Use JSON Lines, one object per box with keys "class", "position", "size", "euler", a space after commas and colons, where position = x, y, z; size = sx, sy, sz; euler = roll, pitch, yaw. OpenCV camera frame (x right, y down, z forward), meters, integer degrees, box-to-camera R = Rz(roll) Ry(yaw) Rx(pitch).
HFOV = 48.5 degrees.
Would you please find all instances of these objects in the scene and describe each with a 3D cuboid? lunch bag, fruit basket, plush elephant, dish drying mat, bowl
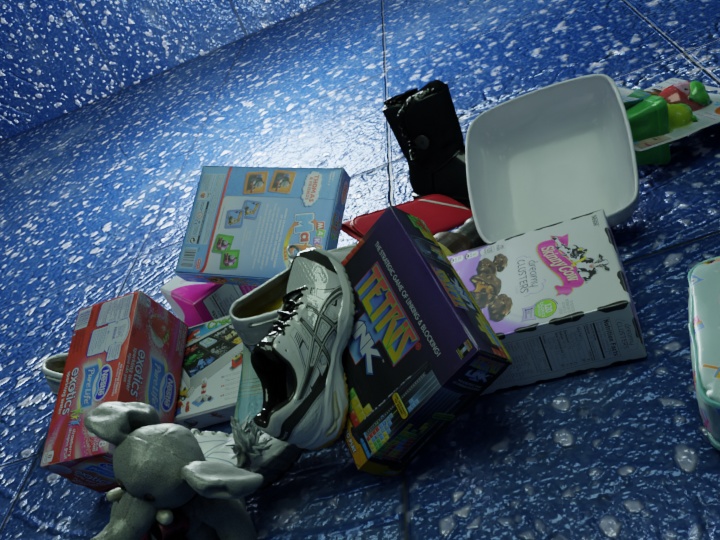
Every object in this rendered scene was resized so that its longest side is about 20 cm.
{"class": "lunch bag", "position": [0.347, 0.060, 0.631], "size": [0.159, 0.077, 0.200], "euler": [-10, 32, 25]}
{"class": "fruit basket", "position": [0.386, -0.212, 1.038], "size": [0.199, 0.094, 0.185], "euler": [-27, 28, -9]}
{"class": "plush elephant", "position": [-0.159, 0.193, 0.659], "size": [0.164, 0.155, 0.201], "euler": [16, 70, 30]}
{"class": "dish drying mat", "position": [0.066, -0.064, 1.029], "size": [0.077, 0.018, 0.199], "euler": [35, 35, 30]}
{"class": "bowl", "position": [0.233, -0.120, 0.964], "size": [0.199, 0.075, 0.201], "euler": [-15, 62, 24]}

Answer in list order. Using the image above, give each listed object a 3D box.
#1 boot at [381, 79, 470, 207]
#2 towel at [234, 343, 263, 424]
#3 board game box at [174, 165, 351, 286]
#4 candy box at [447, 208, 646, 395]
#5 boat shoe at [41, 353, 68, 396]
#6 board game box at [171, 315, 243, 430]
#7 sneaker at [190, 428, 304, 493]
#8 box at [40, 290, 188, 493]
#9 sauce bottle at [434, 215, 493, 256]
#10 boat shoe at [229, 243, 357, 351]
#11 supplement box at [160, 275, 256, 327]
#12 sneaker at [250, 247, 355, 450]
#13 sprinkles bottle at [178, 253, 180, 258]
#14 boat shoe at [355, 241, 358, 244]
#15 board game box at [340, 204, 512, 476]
{"class": "boot", "position": [0.132, -0.175, 1.096], "size": [0.199, 0.169, 0.076], "euler": [0, 30, 38]}
{"class": "towel", "position": [-0.038, 0.110, 0.856], "size": [0.199, 0.022, 0.147], "euler": [-9, 54, 15]}
{"class": "board game box", "position": [-0.121, -0.055, 0.991], "size": [0.199, 0.037, 0.152], "euler": [3, 70, 22]}
{"class": "candy box", "position": [0.172, 0.034, 0.819], "size": [0.199, 0.072, 0.168], "euler": [-17, 30, 17]}
{"class": "boat shoe", "position": [-0.346, 0.123, 1.057], "size": [0.201, 0.086, 0.075], "euler": [-7, 33, 32]}
{"class": "board game box", "position": [-0.135, 0.107, 0.941], "size": [0.199, 0.035, 0.127], "euler": [-17, 51, 16]}
{"class": "sneaker", "position": [-0.146, 0.189, 0.785], "size": [0.199, 0.075, 0.087], "euler": [-25, 65, -4]}
{"class": "box", "position": [-0.274, 0.138, 0.910], "size": [0.099, 0.095, 0.201], "euler": [-17, 52, 24]}
{"class": "sauce bottle", "position": [0.089, -0.005, 0.954], "size": [0.064, 0.065, 0.200], "euler": [10, 38, 47]}
{"class": "boat shoe", "position": [-0.055, 0.008, 0.869], "size": [0.201, 0.086, 0.075], "euler": [-28, 47, -1]}
{"class": "supplement box", "position": [-0.152, 0.013, 1.085], "size": [0.200, 0.104, 0.101], "euler": [-39, 32, -25]}
{"class": "sneaker", "position": [-0.058, 0.063, 0.753], "size": [0.075, 0.087, 0.201], "euler": [-29, 53, 42]}
{"class": "sprinkles bottle", "position": [-0.176, -0.039, 1.225], "size": [0.199, 0.069, 0.068], "euler": [-27, 28, -3]}
{"class": "boat shoe", "position": [0.000, 0.000, 1.012], "size": [0.060, 0.076, 0.200], "euler": [-8, 32, 18]}
{"class": "board game box", "position": [0.031, 0.064, 0.763], "size": [0.166, 0.056, 0.201], "euler": [-50, 44, 22]}
